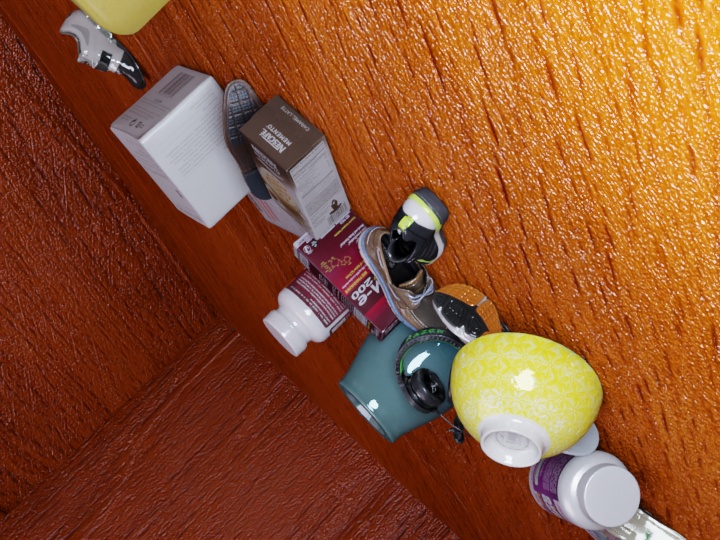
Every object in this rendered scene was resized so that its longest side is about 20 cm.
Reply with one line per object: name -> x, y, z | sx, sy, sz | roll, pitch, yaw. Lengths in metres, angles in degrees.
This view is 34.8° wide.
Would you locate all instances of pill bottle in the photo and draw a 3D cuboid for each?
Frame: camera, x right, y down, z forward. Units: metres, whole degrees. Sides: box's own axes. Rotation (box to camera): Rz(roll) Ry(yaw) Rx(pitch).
pill bottle -> -0.065, 0.045, 1.940 | 0.113, 0.200, 0.113 | 44, 167, 13
pill bottle -> 0.322, 0.310, 1.647 | 0.112, 0.112, 0.200 | 48, 171, -4

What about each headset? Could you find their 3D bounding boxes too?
headset -> 0.128, 0.173, 1.754 | 0.094, 0.122, 0.202 | -66, -39, -63

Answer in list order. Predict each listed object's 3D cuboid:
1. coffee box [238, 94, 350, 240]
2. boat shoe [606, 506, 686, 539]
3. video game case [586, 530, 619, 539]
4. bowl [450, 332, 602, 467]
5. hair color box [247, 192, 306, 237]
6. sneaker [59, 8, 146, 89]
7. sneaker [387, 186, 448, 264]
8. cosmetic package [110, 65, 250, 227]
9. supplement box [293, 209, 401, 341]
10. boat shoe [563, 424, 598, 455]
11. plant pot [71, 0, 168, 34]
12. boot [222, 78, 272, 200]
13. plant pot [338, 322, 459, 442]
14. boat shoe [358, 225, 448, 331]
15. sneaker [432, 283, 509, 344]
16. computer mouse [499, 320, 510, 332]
coffee box -> -0.094, -0.150, 1.708 | 0.114, 0.080, 0.200 | 41, 167, 28
boat shoe -> 0.440, 0.408, 1.700 | 0.200, 0.072, 0.068 | 41, -177, 22
video game case -> 0.412, 0.433, 1.965 | 0.143, 0.018, 0.200 | 43, 167, 16
bowl -> 0.203, 0.184, 1.467 | 0.198, 0.108, 0.201 | 12, 139, 11
hair color box -> -0.125, -0.119, 1.959 | 0.102, 0.061, 0.200 | 54, 165, -30
sneaker -> -0.509, -0.421, 2.259 | 0.200, 0.089, 0.074 | 48, 166, -10
sneaker -> 0.062, -0.045, 1.501 | 0.072, 0.083, 0.200 | 44, 167, 15
cosmetic package -> -0.284, -0.213, 1.956 | 0.200, 0.166, 0.167 | 53, 166, -30
supplement box -> 0.000, 0.000, 1.794 | 0.200, 0.109, 0.061 | 44, 167, 10
boat shoe -> 0.236, 0.210, 1.629 | 0.199, 0.071, 0.091 | 25, 157, 1
plant pot -> -0.307, -0.406, 1.402 | 0.195, 0.194, 0.200 | 41, 173, 24
boot -> -0.182, -0.215, 1.803 | 0.097, 0.074, 0.201 | -125, 19, -58
plant pot -> 0.072, 0.170, 1.877 | 0.200, 0.188, 0.200 | 46, 170, 10
boat shoe -> 0.071, 0.022, 1.708 | 0.200, 0.072, 0.072 | 50, 166, -12
sneaker -> 0.170, 0.104, 1.570 | 0.200, 0.075, 0.092 | 42, 148, 25
computer mouse -> 0.203, 0.140, 1.685 | 0.200, 0.046, 0.140 | 54, 165, -28
